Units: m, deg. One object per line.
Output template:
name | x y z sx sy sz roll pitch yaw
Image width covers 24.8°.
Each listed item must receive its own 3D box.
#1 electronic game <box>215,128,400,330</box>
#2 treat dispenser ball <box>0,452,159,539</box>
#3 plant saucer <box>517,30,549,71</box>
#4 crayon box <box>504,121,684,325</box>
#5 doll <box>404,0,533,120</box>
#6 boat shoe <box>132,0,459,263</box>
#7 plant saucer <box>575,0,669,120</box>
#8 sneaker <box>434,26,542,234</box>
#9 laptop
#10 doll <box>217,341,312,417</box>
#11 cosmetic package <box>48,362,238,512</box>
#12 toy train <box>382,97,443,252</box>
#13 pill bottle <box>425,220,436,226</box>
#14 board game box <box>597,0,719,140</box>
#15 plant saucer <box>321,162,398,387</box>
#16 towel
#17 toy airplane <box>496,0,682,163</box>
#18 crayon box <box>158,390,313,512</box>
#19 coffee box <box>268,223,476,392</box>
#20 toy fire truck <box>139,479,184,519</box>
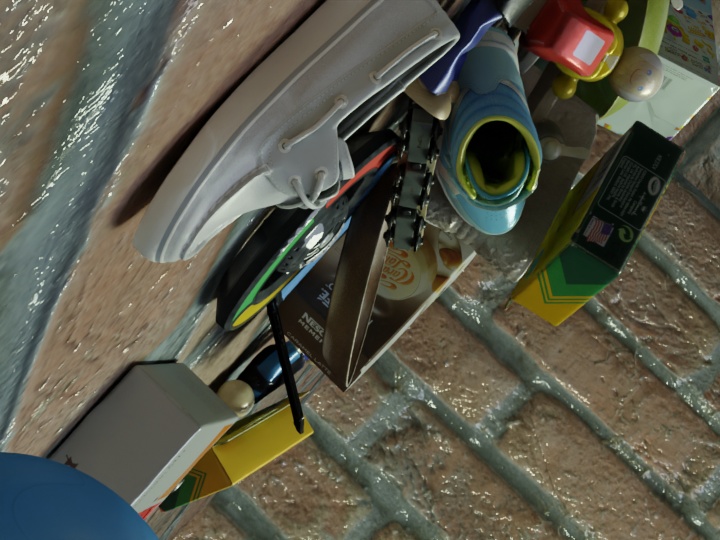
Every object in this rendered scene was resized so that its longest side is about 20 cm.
electronic game | -0.040 -0.031 1.254 0.200 0.042 0.200 -47 175 -5
treat dispenser ball | -0.183 0.192 0.812 0.201 0.201 0.201 -47 176 -5
plant saucer | 0.175 -0.148 1.554 0.200 0.036 0.201 3 90 -77
crayon box | 0.196 -0.032 1.399 0.127 0.051 0.200 -59 -178 -20
doll | 0.105 -0.200 1.122 0.200 0.048 0.136 -50 -175 24
boat shoe | -0.030 -0.069 0.834 0.200 0.069 0.072 -47 175 -14
plant saucer | 0.237 -0.231 1.478 0.200 0.031 0.201 -171 -90 -78
sneaker | 0.097 -0.071 1.244 0.079 0.131 0.200 -11 136 3
laptop | -0.028 0.036 1.517 0.116 0.200 0.187 -14 171 -4
doll | -0.093 0.106 1.797 0.136 0.049 0.200 -39 176 37
cosmetic package | -0.165 0.131 1.281 0.101 0.071 0.200 -47 175 1
toy train | 0.041 -0.074 1.268 0.200 0.034 0.046 97 2 -61
pill bottle | 0.100 -0.098 1.564 0.109 0.109 0.200 -49 175 15
board game box | 0.281 -0.234 1.635 0.103 0.105 0.200 -51 -158 42
plant saucer | 0.000 0.000 1.410 0.200 0.032 0.201 14 90 -88
towel | 0.120 -0.098 1.406 0.200 0.132 0.034 -58 -174 -33
toy airplane | 0.183 -0.183 1.338 0.199 0.141 0.200 -52 171 -35
crayon box | -0.140 0.200 1.797 0.127 0.051 0.200 -30 180 -37
coffee box | 0.015 0.014 1.698 0.200 0.114 0.080 -45 175 -35
toy fire truck | -0.255 0.255 1.639 0.141 0.049 0.200 -48 176 5
